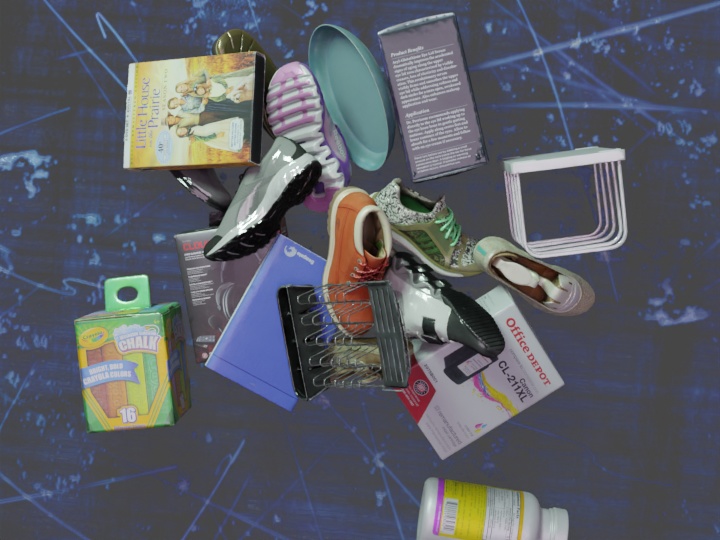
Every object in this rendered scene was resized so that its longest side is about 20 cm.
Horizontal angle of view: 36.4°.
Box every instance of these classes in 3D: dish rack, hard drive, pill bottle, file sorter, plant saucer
[{"bbox_3d":[-0.019,0.086,1.376,0.054,0.200,0.154,-15,97,-39],"label":"dish rack"},{"bbox_3d":[-0.101,0.070,1.462,0.132,0.025,0.201,30,86,-12],"label":"hard drive"},{"bbox_3d":[0.181,0.352,1.511,0.199,0.104,0.105,9,95,2],"label":"pill bottle"},{"bbox_3d":[0.262,-0.091,1.422,0.138,0.200,0.125,-8,96,4],"label":"file sorter"},{"bbox_3d":[-0.007,-0.229,1.436,0.027,0.200,0.201,-24,94,-21],"label":"plant saucer"}]

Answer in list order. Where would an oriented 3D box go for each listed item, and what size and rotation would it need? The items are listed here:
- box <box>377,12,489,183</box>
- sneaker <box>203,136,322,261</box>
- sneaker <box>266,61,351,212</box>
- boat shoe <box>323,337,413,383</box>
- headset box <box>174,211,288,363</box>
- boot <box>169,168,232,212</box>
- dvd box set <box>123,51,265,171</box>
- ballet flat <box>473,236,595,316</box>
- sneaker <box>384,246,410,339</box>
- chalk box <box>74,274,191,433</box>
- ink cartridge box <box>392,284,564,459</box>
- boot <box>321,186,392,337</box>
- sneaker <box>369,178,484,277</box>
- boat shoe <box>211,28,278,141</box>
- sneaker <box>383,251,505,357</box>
[{"bbox_3d":[0.094,-0.223,1.444,0.104,0.148,0.201,-14,93,3],"label":"box"},{"bbox_3d":[-0.137,-0.089,1.433,0.200,0.074,0.079,-47,68,13],"label":"sneaker"},{"bbox_3d":[-0.061,-0.182,1.459,0.080,0.088,0.201,-7,110,28],"label":"sneaker"},{"bbox_3d":[0.007,0.122,1.464,0.073,0.200,0.063,-1,88,-29],"label":"boat shoe"},{"bbox_3d":[-0.167,0.015,1.514,0.148,0.077,0.201,-8,96,3],"label":"headset box"},{"bbox_3d":[-0.212,-0.186,1.486,0.132,0.070,0.200,-43,79,6],"label":"boot"},{"bbox_3d":[-0.219,-0.206,1.433,0.199,0.029,0.147,1,85,25],"label":"dvd box set"},{"bbox_3d":[0.238,0.019,1.472,0.199,0.062,0.068,24,103,-18],"label":"ballet flat"},{"bbox_3d":[0.027,0.013,1.506,0.200,0.067,0.090,42,90,-4],"label":"sneaker"},{"bbox_3d":[-0.313,0.109,1.505,0.124,0.124,0.201,-6,95,3],"label":"chalk box"},{"bbox_3d":[0.153,0.137,1.490,0.200,0.083,0.146,-33,106,5],"label":"ink cartridge box"},{"bbox_3d":[0.000,0.000,1.410,0.075,0.107,0.201,-8,107,-21],"label":"boot"},{"bbox_3d":[0.101,-0.059,1.466,0.199,0.077,0.089,25,139,-13],"label":"sneaker"},{"bbox_3d":[-0.130,-0.241,1.496,0.072,0.066,0.201,-44,112,-14],"label":"boat shoe"},{"bbox_3d":[0.102,0.066,1.424,0.200,0.074,0.089,41,113,33],"label":"sneaker"}]
